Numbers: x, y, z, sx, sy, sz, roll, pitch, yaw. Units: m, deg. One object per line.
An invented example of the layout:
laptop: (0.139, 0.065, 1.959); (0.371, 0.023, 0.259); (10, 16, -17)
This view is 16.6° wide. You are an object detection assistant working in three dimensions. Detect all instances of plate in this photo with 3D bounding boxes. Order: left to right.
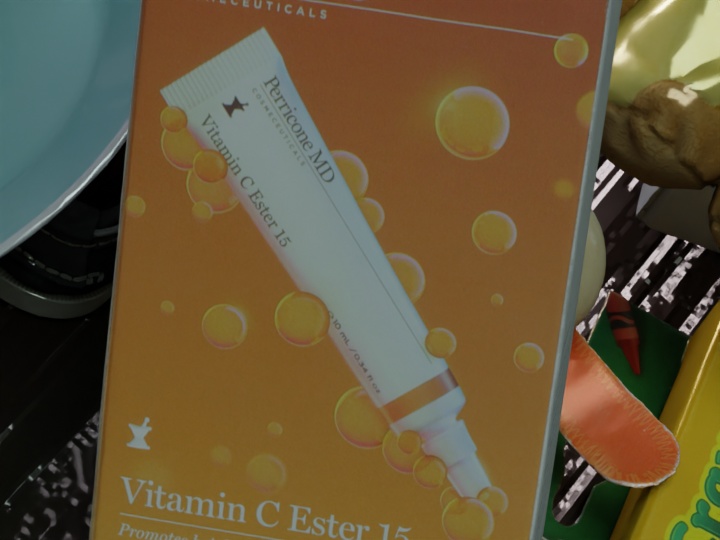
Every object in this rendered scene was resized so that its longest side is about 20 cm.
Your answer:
plate: (-0.142, -0.068, 0.767); (0.199, 0.026, 0.202); (-9, 58, 15)

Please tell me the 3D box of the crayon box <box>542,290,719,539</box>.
crayon box: (0.152, 0.091, 0.792); (0.199, 0.051, 0.127); (27, 61, -1)

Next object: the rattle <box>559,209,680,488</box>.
rattle: (0.022, -0.023, 0.803); (0.200, 0.143, 0.130); (45, 85, -13)

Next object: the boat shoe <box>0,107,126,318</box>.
boat shoe: (-0.074, -0.084, 0.810); (0.071, 0.068, 0.201); (16, 59, -5)

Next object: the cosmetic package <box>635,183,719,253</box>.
cosmetic package: (0.210, -0.045, 0.861); (0.199, 0.081, 0.113); (22, 60, -5)

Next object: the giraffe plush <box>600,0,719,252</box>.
giraffe plush: (0.167, -0.112, 0.740); (0.173, 0.162, 0.200); (45, 60, 10)

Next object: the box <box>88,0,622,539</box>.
box: (0.000, 0.000, 0.692); (0.123, 0.202, 0.098); (8, 16, 6)
